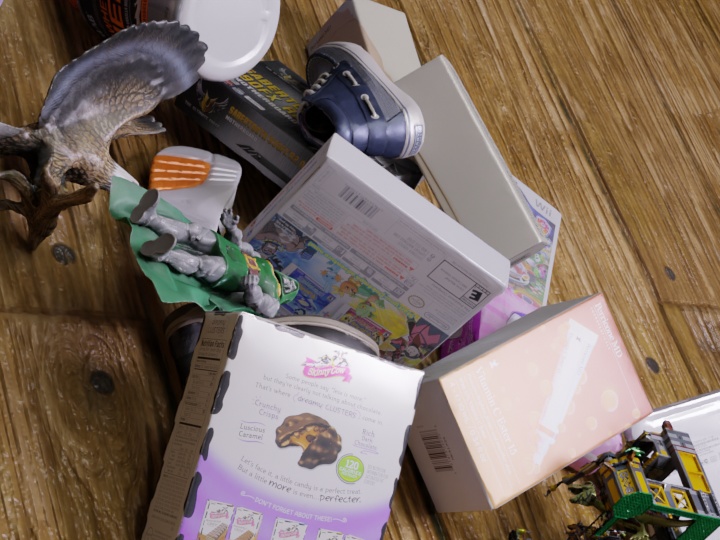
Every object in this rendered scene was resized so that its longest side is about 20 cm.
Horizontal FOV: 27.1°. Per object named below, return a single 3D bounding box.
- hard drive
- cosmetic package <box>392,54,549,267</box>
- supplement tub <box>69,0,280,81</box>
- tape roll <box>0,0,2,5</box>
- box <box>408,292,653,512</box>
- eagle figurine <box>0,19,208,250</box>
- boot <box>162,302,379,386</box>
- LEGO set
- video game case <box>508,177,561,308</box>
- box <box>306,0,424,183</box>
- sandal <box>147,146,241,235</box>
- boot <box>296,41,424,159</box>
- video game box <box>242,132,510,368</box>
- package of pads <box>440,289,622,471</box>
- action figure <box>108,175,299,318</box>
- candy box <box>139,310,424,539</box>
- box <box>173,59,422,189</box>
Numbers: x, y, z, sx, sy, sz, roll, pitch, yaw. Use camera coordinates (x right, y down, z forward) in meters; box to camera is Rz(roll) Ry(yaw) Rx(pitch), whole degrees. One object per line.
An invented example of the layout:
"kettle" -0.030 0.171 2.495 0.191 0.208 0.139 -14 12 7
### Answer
"hard drive" 0.343 0.227 1.475 0.131 0.026 0.201 -14 90 -16
"cosmetic package" 0.101 -0.096 1.428 0.201 0.073 0.104 62 9 7
"supplement tub" -0.177 -0.253 1.360 0.122 0.123 0.200 -3 21 -46
"tape roll" -0.399 -0.249 1.228 0.199 0.085 0.201 26 42 -25
"box" 0.144 0.119 1.347 0.199 0.097 0.125 -26 93 -30
"eagle figurine" -0.225 -0.113 1.236 0.151 0.151 0.201 71 32 -48
"boot" -0.065 0.110 1.244 0.199 0.073 0.151 14 47 -31
"LEGO set" 0.223 0.210 1.350 0.153 0.200 0.116 8 42 -23
"video game case" 0.154 -0.040 1.645 0.143 0.018 0.200 36 38 -15
"box" 0.015 -0.181 1.572 0.077 0.095 0.201 13 47 -36
"sandal" -0.157 -0.043 1.302 0.079 0.059 0.207 15 32 -3
"boot" -0.025 -0.161 1.381 0.090 0.073 0.200 -5 27 -28
"video game box" 0.000 0.000 1.318 0.200 0.182 0.047 36 35 -16
"package of pads" 0.172 0.105 1.483 0.199 0.076 0.121 31 40 -20
"action figure" -0.110 -0.006 1.188 0.200 0.055 0.119 28 36 -57
"candy box" -0.059 0.148 1.128 0.167 0.071 0.201 20 80 -27
"box" -0.055 -0.126 1.420 0.200 0.048 0.158 39 24 18
